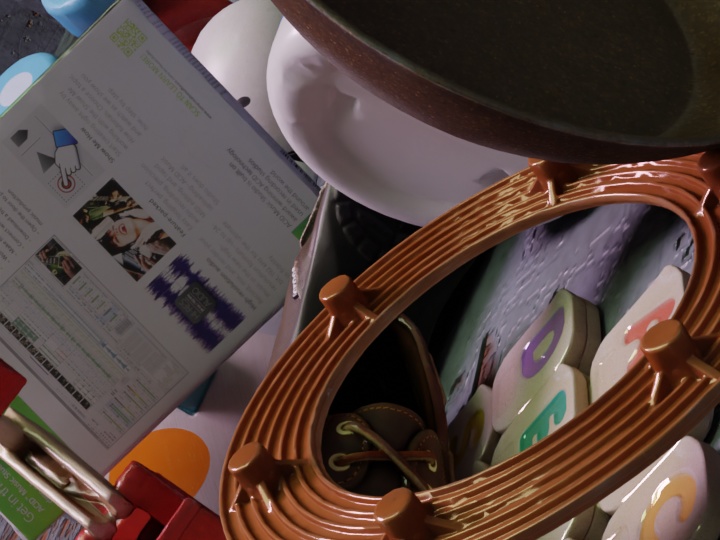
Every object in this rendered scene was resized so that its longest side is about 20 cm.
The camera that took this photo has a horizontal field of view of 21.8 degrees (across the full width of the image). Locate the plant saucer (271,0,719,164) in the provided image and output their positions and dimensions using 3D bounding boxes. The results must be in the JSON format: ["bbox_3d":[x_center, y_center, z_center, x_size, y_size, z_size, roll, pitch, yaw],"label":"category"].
[{"bbox_3d":[0.041,-0.095,0.566,0.200,0.200,0.037,-81,13,-50],"label":"plant saucer"}]

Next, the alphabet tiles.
[{"bbox_3d":[0.043,0.095,0.573,0.196,0.015,0.200,-52,17,32],"label":"alphabet tiles"}]

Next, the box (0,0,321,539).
[{"bbox_3d":[-0.121,0.000,0.812,0.200,0.144,0.036,-43,4,4],"label":"box"}]

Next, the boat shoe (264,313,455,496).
[{"bbox_3d":[-0.004,0.071,0.607,0.200,0.070,0.070,-97,32,-67],"label":"boat shoe"}]

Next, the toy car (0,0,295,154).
[{"bbox_3d":[-0.080,-0.096,1.107,0.200,0.184,0.177,-2,57,40],"label":"toy car"}]

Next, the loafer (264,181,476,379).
[{"bbox_3d":[0.000,0.000,0.764,0.200,0.073,0.071,-66,15,-16],"label":"loafer"}]

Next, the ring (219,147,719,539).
[{"bbox_3d":[0.038,0.017,0.553,0.200,0.019,0.200,-29,25,15],"label":"ring"}]

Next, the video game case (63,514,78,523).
[{"bbox_3d":[-0.205,0.036,1.097,0.024,0.200,0.182,-17,55,35],"label":"video game case"}]

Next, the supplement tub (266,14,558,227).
[{"bbox_3d":[0.051,-0.127,0.711,0.132,0.132,0.200,-42,25,52],"label":"supplement tub"}]

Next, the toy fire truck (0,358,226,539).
[{"bbox_3d":[-0.107,0.089,0.738,0.049,0.141,0.200,-54,-6,-8],"label":"toy fire truck"}]

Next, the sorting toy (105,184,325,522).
[{"bbox_3d":[-0.045,0.016,0.897,0.180,0.107,0.200,-32,29,26],"label":"sorting toy"}]

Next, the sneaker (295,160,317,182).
[{"bbox_3d":[-0.101,0.009,1.066,0.200,0.085,0.073,-54,15,24],"label":"sneaker"}]
